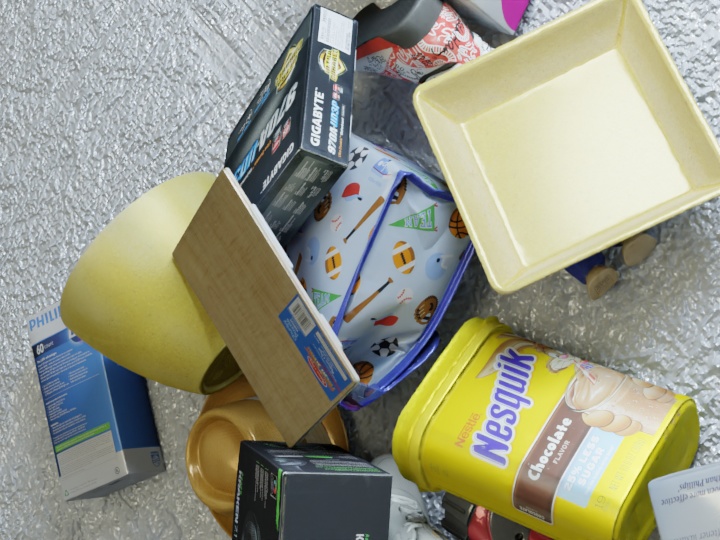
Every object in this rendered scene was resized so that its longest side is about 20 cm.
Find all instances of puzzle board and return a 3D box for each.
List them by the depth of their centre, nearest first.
[{"bbox_3d":[-0.079,0.033,1.144,0.201,0.017,0.151,57,146,11],"label":"puzzle board"}]

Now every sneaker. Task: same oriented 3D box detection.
[{"bbox_3d":[0.045,0.227,1.159,0.201,0.075,0.092,-101,30,-42],"label":"sneaker"},{"bbox_3d":[0.047,-0.182,1.222,0.068,0.108,0.201,-56,18,-11],"label":"sneaker"}]

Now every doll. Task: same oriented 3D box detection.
[{"bbox_3d":[0.148,-0.069,1.150,0.136,0.048,0.201,-43,61,11],"label":"doll"}]

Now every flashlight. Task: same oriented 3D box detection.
[{"bbox_3d":[0.159,0.225,1.119,0.199,0.068,0.068,26,70,33],"label":"flashlight"}]

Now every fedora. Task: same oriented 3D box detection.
[{"bbox_3d":[-0.101,0.179,1.304,0.199,0.081,0.203,-2,87,37],"label":"fedora"}]

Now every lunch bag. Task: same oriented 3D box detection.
[{"bbox_3d":[0.000,0.000,1.190,0.202,0.123,0.170,-65,30,7],"label":"lunch bag"}]

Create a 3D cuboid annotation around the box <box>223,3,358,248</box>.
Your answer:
[{"bbox_3d":[-0.066,-0.103,1.193,0.200,0.046,0.160,-48,31,49],"label":"box"}]

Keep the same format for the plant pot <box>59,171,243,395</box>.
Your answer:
[{"bbox_3d":[-0.158,0.031,1.301,0.142,0.199,0.201,45,113,17],"label":"plant pot"}]

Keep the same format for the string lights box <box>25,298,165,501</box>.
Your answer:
[{"bbox_3d":[-0.278,0.127,1.456,0.102,0.059,0.202,-24,73,33],"label":"string lights box"}]

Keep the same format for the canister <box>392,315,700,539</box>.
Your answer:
[{"bbox_3d":[0.146,0.131,1.092,0.199,0.087,0.149,19,58,34],"label":"canister"}]

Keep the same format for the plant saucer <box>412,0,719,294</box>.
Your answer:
[{"bbox_3d":[0.165,-0.096,1.099,0.198,0.048,0.202,-25,63,8],"label":"plant saucer"}]

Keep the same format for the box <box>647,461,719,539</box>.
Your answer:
[{"bbox_3d":[0.296,0.223,0.941,0.104,0.183,0.202,-20,76,32],"label":"box"}]

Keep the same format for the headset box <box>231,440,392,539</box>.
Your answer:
[{"bbox_3d":[-0.043,0.240,1.148,0.200,0.092,0.176,-174,88,-74],"label":"headset box"}]

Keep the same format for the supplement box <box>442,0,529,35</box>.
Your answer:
[{"bbox_3d":[0.054,-0.290,1.196,0.199,0.103,0.102,29,94,36],"label":"supplement box"}]
